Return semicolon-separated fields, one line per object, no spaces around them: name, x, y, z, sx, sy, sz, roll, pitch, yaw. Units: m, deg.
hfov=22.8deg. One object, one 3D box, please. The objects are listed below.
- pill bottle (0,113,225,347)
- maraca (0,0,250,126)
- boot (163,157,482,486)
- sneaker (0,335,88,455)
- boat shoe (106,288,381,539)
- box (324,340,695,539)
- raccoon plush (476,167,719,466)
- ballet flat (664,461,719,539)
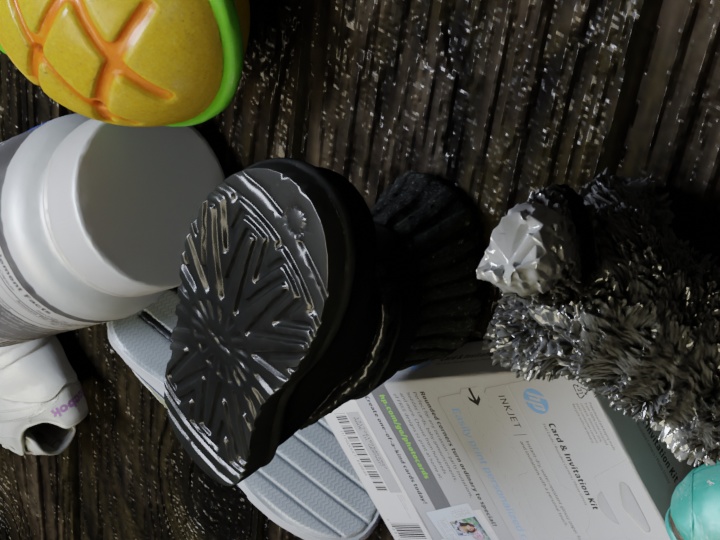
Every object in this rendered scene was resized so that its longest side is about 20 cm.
pill bottle;-0.166;-0.023;0.987;0.199;0.114;0.114;-14;112;50
maraca;-0.133;-0.137;0.857;0.199;0.107;0.138;22;134;32
boot;-0.002;-0.002;0.800;0.080;0.157;0.211;51;148;16
sneaker;-0.252;0.094;1.213;0.100;0.075;0.200;56;143;-7
boat shoe;-0.064;0.083;1.029;0.200;0.072;0.062;43;168;14
box;0.082;0.109;0.909;0.199;0.041;0.156;-10;115;51
raccoon plush;0.117;0.038;0.706;0.134;0.200;0.097;37;109;14
ballet flat;0.223;0.157;0.789;0.200;0.067;0.070;45;130;2
